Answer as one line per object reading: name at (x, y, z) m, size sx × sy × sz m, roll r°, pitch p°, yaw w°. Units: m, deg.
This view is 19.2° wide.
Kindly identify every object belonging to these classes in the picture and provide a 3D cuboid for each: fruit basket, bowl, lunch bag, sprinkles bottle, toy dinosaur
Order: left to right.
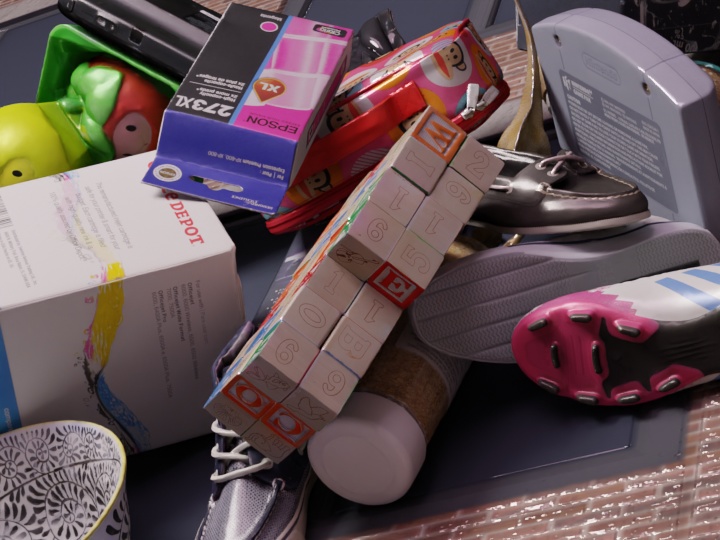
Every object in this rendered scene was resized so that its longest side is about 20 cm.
bowl at (-0.211, 0.188, 1.279) m, size 0.200 × 0.094 × 0.201 m, roll -22°, pitch 26°, yaw 11°
fruit basket at (-0.214, -0.077, 1.612) m, size 0.155 × 0.216 × 0.216 m, roll 30°, pitch 53°, yaw 20°
lunch bag at (0.007, -0.105, 1.551) m, size 0.200 × 0.082 × 0.176 m, roll -29°, pitch 6°, yaw 14°
sprinkles bottle at (0.033, 0.058, 1.325) m, size 0.068 × 0.068 × 0.200 m, roll -10°, pitch 30°, yaw 30°
toy dinosaur at (0.113, -0.083, 1.460) m, size 0.058 × 0.101 × 0.200 m, roll 9°, pitch 68°, yaw 12°

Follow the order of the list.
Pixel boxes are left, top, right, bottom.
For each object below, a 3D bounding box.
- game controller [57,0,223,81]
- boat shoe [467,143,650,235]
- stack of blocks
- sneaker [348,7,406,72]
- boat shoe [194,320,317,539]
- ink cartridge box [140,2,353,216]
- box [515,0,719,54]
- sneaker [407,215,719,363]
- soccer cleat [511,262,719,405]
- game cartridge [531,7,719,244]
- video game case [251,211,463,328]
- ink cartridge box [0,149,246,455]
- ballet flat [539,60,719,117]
game controller at (-0.127, -0.171, 1.588) m, size 0.200 × 0.042 × 0.104 m, roll 30°, pitch 21°, yaw 19°
boat shoe at (0.094, -0.057, 1.341) m, size 0.067 × 0.057 × 0.200 m, roll -17°, pitch 15°, yaw -42°
stack of blocks at (-0.003, 0.008, 1.268) m, size 0.200 × 0.059 × 0.115 m, roll -56°, pitch 7°, yaw -35°
sneaker at (-0.023, -0.172, 1.803) m, size 0.114 × 0.076 × 0.200 m, roll -36°, pitch 33°, yaw -21°
boat shoe at (-0.071, 0.110, 1.294) m, size 0.075 × 0.093 × 0.200 m, roll -14°, pitch 28°, yaw 24°
ink cartridge box at (-0.074, -0.114, 1.458) m, size 0.095 × 0.037 × 0.200 m, roll 14°, pitch 40°, yaw 7°
box at (0.219, -0.259, 1.520) m, size 0.200 × 0.197 × 0.124 m, roll -11°, pitch 16°, yaw -34°
sneaker at (0.123, 0.012, 1.315) m, size 0.200 × 0.073 × 0.071 m, roll -9°, pitch 9°, yaw -12°
soccer cleat at (0.189, 0.033, 1.244) m, size 0.200 × 0.070 × 0.086 m, roll -7°, pitch 18°, yaw 28°
game cartridge at (0.180, -0.099, 1.392) m, size 0.040 × 0.134 × 0.200 m, roll -28°, pitch 30°, yaw -12°
video game case at (0.000, 0.000, 1.520) m, size 0.143 × 0.019 × 0.200 m, roll -14°, pitch 27°, yaw 24°
ink cartridge box at (-0.188, 0.032, 1.414) m, size 0.200 × 0.145 × 0.147 m, roll -14°, pitch 35°, yaw -14°
ballet flat at (0.180, -0.119, 1.527) m, size 0.200 × 0.071 × 0.065 m, roll 7°, pitch 58°, yaw 55°
